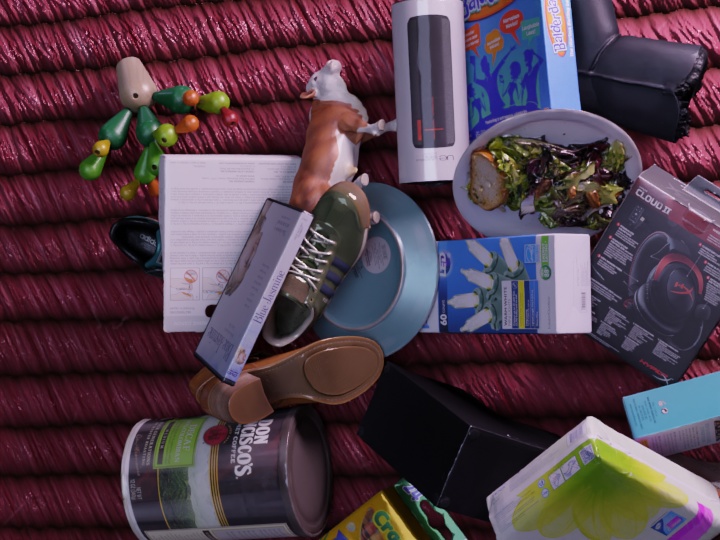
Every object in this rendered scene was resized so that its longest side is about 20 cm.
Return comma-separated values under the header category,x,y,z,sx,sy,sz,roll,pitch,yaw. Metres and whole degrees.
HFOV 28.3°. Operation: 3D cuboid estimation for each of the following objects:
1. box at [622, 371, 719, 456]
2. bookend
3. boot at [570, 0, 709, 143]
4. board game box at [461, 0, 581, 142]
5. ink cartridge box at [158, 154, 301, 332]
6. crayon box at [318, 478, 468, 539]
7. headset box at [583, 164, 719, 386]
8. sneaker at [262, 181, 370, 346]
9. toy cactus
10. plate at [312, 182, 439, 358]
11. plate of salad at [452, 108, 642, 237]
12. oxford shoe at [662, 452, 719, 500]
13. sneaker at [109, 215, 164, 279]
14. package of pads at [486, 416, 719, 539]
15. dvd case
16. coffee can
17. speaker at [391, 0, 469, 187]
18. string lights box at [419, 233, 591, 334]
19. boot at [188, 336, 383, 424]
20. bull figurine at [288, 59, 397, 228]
category,x,y,z,sx,sy,sz,roll,pitch,yaw
box,0.374,0.138,1.461,0.200,0.082,0.049,-16,62,8
bookend,0.132,0.196,1.537,0.200,0.198,0.092,33,102,60
boot,0.288,-0.245,1.517,0.168,0.076,0.201,12,99,21
board game box,0.164,-0.248,1.532,0.152,0.045,0.200,-11,83,57
ink cartridge box,-0.149,-0.032,1.635,0.161,0.050,0.200,0,97,-13
crayon box,0.017,0.333,1.604,0.200,0.052,0.126,-40,78,12
headset box,0.318,-0.002,1.476,0.149,0.075,0.200,33,115,13
sneaker,-0.053,0.003,1.537,0.067,0.090,0.200,31,126,8
toy cactus,-0.246,-0.180,1.692,0.200,0.102,0.165,-31,61,17
plate,0.000,0.000,1.598,0.200,0.026,0.201,-3,85,38
plate of salad,0.197,-0.087,1.497,0.200,0.200,0.048,-18,43,16
oxford shoe,0.397,0.228,1.491,0.200,0.071,0.073,24,63,23
sneaker,-0.205,-0.009,1.665,0.200,0.080,0.072,21,95,14
package of pads,0.243,0.242,1.422,0.154,0.200,0.068,-44,33,26
dvd case,-0.119,0.019,1.550,0.018,0.143,0.200,25,89,-21
coffee can,-0.148,0.232,1.609,0.200,0.146,0.147,-7,87,17
speaker,0.077,-0.192,1.558,0.081,0.081,0.201,-2,91,17
string lights box,0.151,0.016,1.519,0.200,0.059,0.103,-3,87,48
boot,-0.087,0.117,1.594,0.200,0.155,0.077,-24,103,-20
bull figurine,-0.023,-0.136,1.595,0.121,0.065,0.200,6,79,36
